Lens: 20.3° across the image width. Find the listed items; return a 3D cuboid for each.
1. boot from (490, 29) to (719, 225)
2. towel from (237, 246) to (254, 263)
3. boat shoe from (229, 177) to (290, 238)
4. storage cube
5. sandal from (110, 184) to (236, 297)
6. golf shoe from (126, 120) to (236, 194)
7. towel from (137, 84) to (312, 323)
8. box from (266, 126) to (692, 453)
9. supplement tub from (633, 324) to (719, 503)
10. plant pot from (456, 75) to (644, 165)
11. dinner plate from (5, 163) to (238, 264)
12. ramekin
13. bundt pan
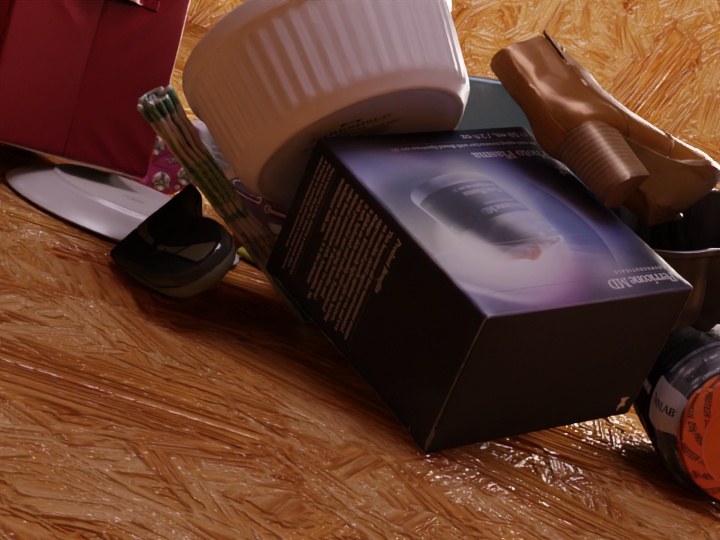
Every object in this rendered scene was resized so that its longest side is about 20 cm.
[{"bbox_3d":[0.180,-0.109,1.458,0.144,0.071,0.201,55,24,20],"label":"boot"},{"bbox_3d":[-0.003,0.022,1.654,0.200,0.018,0.086,27,10,28],"label":"towel"},{"bbox_3d":[-0.046,-0.046,1.681,0.072,0.072,0.200,7,18,-41],"label":"boat shoe"},{"bbox_3d":[-0.268,-0.190,1.662,0.171,0.180,0.200,13,1,-42],"label":"storage cube"},{"bbox_3d":[-0.127,-0.007,1.426,0.057,0.080,0.201,52,-2,-21],"label":"sandal"},{"bbox_3d":[-0.134,-0.113,1.845,0.200,0.075,0.091,-4,10,-30],"label":"golf shoe"},{"bbox_3d":[-0.094,-0.052,1.481,0.200,0.031,0.149,53,-1,-9],"label":"towel"},{"bbox_3d":[0.081,0.005,1.372,0.200,0.123,0.198,-7,43,-40],"label":"box"},{"bbox_3d":[0.274,0.103,1.514,0.122,0.123,0.200,21,9,-3],"label":"supplement tub"},{"bbox_3d":[0.105,-0.089,1.692,0.200,0.142,0.141,18,-4,-17],"label":"plant pot"},{"bbox_3d":[-0.189,-0.051,1.625,0.200,0.024,0.200,22,11,-4],"label":"dinner plate"},{"bbox_3d":[-0.017,-0.125,1.400,0.202,0.202,0.094,7,56,-56],"label":"ramekin"},{"bbox_3d":[0.229,-0.007,1.536,0.202,0.076,0.202,1,16,0],"label":"bundt pan"}]
